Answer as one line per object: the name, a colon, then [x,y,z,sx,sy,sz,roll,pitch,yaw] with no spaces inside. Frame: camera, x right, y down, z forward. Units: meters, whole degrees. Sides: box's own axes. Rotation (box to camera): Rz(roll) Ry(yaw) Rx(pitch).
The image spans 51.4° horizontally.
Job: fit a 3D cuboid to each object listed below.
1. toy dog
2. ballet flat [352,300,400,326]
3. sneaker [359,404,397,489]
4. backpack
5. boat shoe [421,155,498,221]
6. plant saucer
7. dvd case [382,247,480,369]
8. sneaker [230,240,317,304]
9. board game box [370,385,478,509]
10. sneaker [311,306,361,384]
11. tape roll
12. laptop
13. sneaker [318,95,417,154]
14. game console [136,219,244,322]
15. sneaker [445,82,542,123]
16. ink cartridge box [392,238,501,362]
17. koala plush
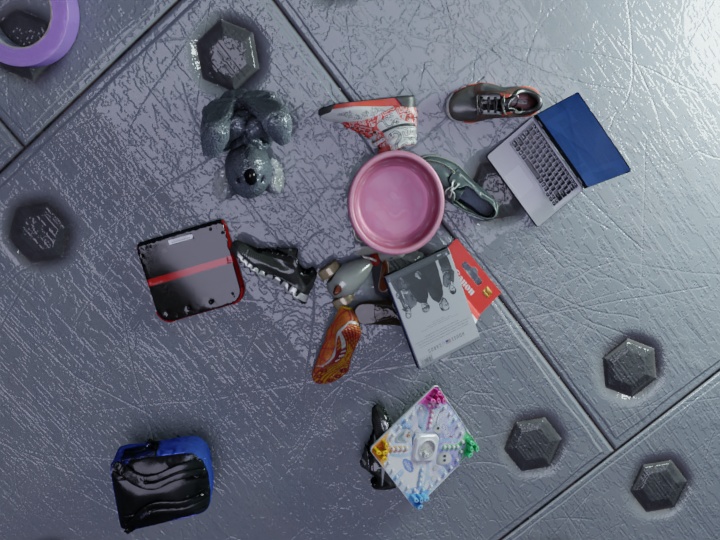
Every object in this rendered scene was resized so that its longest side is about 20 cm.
toy dog: [0.000,0.000,1.535,0.131,0.096,0.201,37,100,-10]
ballet flat: [0.078,0.092,1.590,0.194,0.046,0.070,1,93,-7]
sneaker: [0.038,0.394,1.635,0.088,0.067,0.205,-13,105,-1]
backpack: [-0.409,0.429,1.587,0.194,0.168,0.167,-8,106,-4]
boat shoe: [0.200,-0.167,1.520,0.198,0.062,0.074,35,102,-8]
plant saucer: [0.068,-0.135,1.495,0.194,0.051,0.207,-1,97,-8]
dvd case: [0.146,0.076,1.518,0.147,0.025,0.205,-23,99,-12]
sneaker: [-0.172,-0.019,1.545,0.198,0.067,0.092,34,97,-12]
board game box: [0.144,0.385,1.613,0.199,0.026,0.202,-41,115,-11]
sneaker: [-0.050,0.162,1.584,0.071,0.078,0.202,13,125,-25]
tape roll: [-0.642,-0.493,1.421,0.194,0.066,0.206,0,104,-2]
laptop: [0.389,-0.214,1.487,0.199,0.116,0.188,-39,101,7]
sneaker: [0.017,-0.282,1.486,0.195,0.067,0.111,-7,101,-3]
game console: [-0.352,0.004,1.565,0.195,0.031,0.182,-15,98,1]
sneaker: [0.267,-0.334,1.473,0.194,0.082,0.079,-7,103,0]
ink cartridge box: [0.186,0.063,1.560,0.200,0.050,0.161,-44,102,-3]
koala plush: [-0.221,-0.232,1.463,0.173,0.185,0.204,-12,125,-11]
